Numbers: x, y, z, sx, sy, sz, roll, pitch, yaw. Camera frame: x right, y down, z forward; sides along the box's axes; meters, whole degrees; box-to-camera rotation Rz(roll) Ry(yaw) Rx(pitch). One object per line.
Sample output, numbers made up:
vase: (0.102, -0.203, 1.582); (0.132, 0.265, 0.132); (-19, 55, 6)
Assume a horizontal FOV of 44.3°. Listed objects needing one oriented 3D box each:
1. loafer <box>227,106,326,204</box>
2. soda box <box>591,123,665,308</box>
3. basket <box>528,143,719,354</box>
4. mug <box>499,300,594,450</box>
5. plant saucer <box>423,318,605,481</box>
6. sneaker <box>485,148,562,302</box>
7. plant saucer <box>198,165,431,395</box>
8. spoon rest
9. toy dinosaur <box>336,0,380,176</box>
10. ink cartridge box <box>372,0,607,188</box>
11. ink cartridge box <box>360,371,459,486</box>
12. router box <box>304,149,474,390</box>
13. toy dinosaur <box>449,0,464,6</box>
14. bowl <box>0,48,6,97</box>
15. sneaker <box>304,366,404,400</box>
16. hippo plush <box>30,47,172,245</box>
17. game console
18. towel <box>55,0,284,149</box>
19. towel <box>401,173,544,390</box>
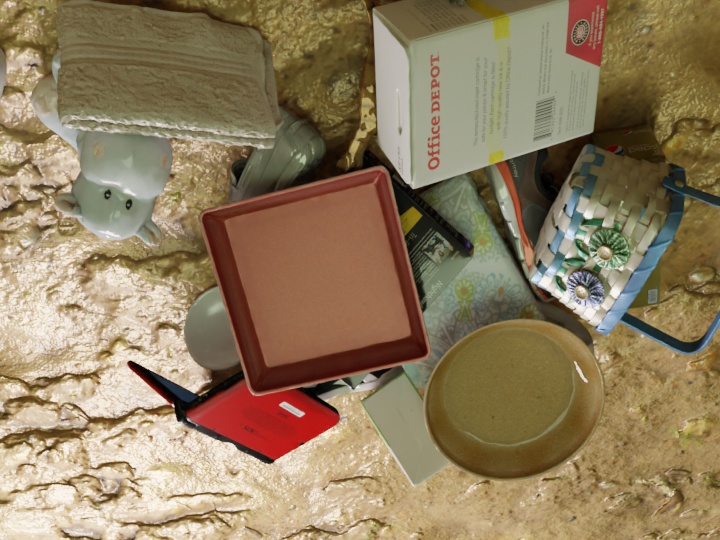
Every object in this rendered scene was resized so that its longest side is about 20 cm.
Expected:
loafer: (-0.108, -0.087, 0.933); (0.070, 0.070, 0.200); (47, 125, 8)
soda box: (0.291, -0.054, 0.963); (0.063, 0.068, 0.202); (-8, 129, 6)
basket: (0.274, -0.014, 0.856); (0.197, 0.140, 0.178); (20, 131, 4)
mug: (0.175, 0.122, 1.060); (0.198, 0.148, 0.177); (26, 113, -2)
plant saucer: (0.165, 0.136, 0.962); (0.196, 0.036, 0.204); (0, 113, -1)
sneaker: (0.200, -0.049, 0.963); (0.081, 0.078, 0.201); (-22, 128, 6)
plant saucer: (-0.043, 0.011, 0.898); (0.196, 0.037, 0.203); (-13, 104, 9)
spoon rest: (-0.116, 0.049, 1.026); (0.197, 0.101, 0.061); (-20, 161, 6)
toy dinosaur: (0.020, -0.186, 0.842); (0.105, 0.060, 0.204); (-6, 108, -34)
ink cartridge box: (0.115, -0.180, 0.805); (0.197, 0.084, 0.147); (-18, 132, -16)
ink cartridge box: (0.060, 0.199, 1.093); (0.067, 0.118, 0.200); (-33, 169, -5)
router box: (0.000, 0.000, 0.941); (0.157, 0.052, 0.200); (42, 105, -2)
toy dinosaur: (0.067, -0.289, 0.756); (0.196, 0.103, 0.078); (13, 129, -4)
bowl: (-0.459, -0.168, 0.843); (0.197, 0.075, 0.201); (25, 123, -21)
sneaker: (-0.029, 0.093, 1.067); (0.198, 0.074, 0.112); (-26, 127, 20)
hippo plush: (-0.247, -0.111, 0.838); (0.157, 0.162, 0.201); (23, 125, -20)
game console: (-0.148, 0.145, 1.058); (0.171, 0.120, 0.200); (-31, 146, 12)
towel: (-0.169, -0.175, 0.790); (0.197, 0.134, 0.035); (2, 148, -22)
towel: (0.092, 0.017, 0.984); (0.169, 0.048, 0.202); (-28, 96, 16)
